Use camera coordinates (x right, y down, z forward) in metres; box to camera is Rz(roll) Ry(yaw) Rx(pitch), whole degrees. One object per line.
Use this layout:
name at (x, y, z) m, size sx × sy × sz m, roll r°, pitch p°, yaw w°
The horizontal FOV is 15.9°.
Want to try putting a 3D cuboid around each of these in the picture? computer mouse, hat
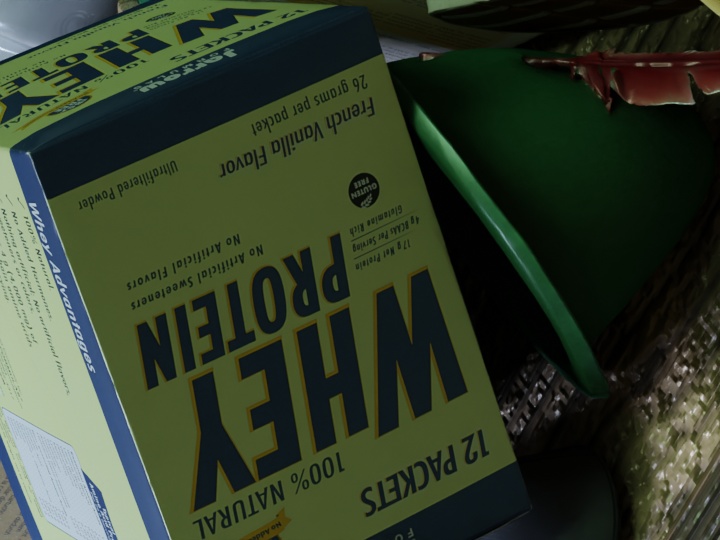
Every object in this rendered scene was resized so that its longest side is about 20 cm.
computer mouse at (0.025, 0.151, 0.999) m, size 0.200 × 0.046 × 0.141 m, roll -31°, pitch 50°, yaw 48°
hat at (0.110, -0.064, 0.958) m, size 0.176 × 0.166 × 0.200 m, roll -38°, pitch 55°, yaw -3°

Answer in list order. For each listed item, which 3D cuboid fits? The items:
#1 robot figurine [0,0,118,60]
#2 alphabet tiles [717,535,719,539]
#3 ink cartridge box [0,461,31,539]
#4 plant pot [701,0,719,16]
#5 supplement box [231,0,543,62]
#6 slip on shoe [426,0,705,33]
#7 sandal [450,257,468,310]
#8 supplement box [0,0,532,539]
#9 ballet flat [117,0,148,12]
robot figurine at (-0.165, -0.195, 1.386) m, size 0.170 × 0.113 × 0.200 m, roll -91°, pitch 26°, yaw -70°
alphabet tiles at (0.167, 0.117, 0.831) m, size 0.200 × 0.006 × 0.166 m, roll -62°, pitch 34°, yaw 18°
ink cartridge box at (-0.124, 0.041, 1.169) m, size 0.200 × 0.164 × 0.075 m, roll -51°, pitch 36°, yaw 32°
plant pot at (0.206, -0.122, 0.714) m, size 0.189 × 0.201 × 0.201 m, roll -56°, pitch 34°, yaw 2°
supplement box at (0.012, -0.138, 1.054) m, size 0.200 × 0.126 × 0.074 m, roll -19°, pitch 60°, yaw 59°
slip on shoe at (0.110, -0.131, 0.911) m, size 0.200 × 0.076 × 0.061 m, roll -13°, pitch 76°, yaw 39°
sandal at (0.000, 0.000, 1.073) m, size 0.082 × 0.054 × 0.200 m, roll 108°, pitch 153°, yaw -49°
supplement box at (-0.065, 0.014, 0.965) m, size 0.200 × 0.134 × 0.201 m, roll 15°, pitch 127°, yaw 63°
ballet flat at (-0.138, -0.053, 1.324) m, size 0.200 × 0.067 × 0.068 m, roll -66°, pitch 26°, yaw 14°
